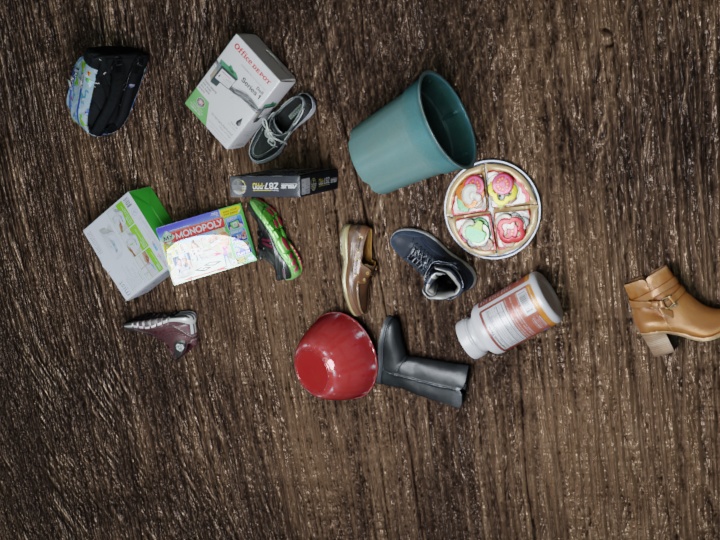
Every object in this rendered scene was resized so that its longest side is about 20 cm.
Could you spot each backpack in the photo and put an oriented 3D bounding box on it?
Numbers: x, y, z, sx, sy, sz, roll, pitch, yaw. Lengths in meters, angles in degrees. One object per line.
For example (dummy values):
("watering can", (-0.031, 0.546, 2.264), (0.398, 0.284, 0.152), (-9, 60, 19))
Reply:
("backpack", (-0.581, -0.405, 1.836), (0.152, 0.163, 0.202), (24, 117, 23))

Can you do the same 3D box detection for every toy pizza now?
("toy pizza", (0.261, -0.120, 1.629), (0.198, 0.032, 0.203), (5, 104, 20))

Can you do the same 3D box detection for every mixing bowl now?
("mixing bowl", (-0.072, 0.203, 1.765), (0.198, 0.108, 0.203), (14, 113, 37))

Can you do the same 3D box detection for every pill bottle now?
("pill bottle", (0.294, 0.096, 1.624), (0.199, 0.112, 0.113), (-32, 90, 25))

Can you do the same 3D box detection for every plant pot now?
("plant pot", (0.093, -0.254, 1.586), (0.195, 0.200, 0.202), (-22, 94, 32))

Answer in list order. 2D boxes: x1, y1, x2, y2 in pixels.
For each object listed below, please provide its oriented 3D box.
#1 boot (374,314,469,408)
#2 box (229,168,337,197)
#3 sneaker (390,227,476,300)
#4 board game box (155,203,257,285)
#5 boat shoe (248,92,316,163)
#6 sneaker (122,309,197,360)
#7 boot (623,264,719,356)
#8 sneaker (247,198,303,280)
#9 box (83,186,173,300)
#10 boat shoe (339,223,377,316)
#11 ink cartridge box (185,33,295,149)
("boot", (0.137, 0.193, 1.732), (0.198, 0.066, 0.167), (15, 116, 21))
("box", (-0.155, -0.184, 1.685), (0.159, 0.200, 0.050), (4, 102, 20))
("sneaker", (0.132, -0.014, 1.644), (0.201, 0.146, 0.078), (31, 113, 13))
("board game box", (-0.346, -0.060, 1.833), (0.198, 0.029, 0.136), (-17, 98, -6))
("boat shoe", (-0.177, -0.302, 1.738), (0.198, 0.068, 0.074), (-35, 88, 25))
("sneaker", (-0.481, 0.165, 1.965), (0.197, 0.076, 0.117), (-5, 103, 22))
("boot", (0.606, 0.060, 1.516), (0.198, 0.074, 0.156), (-24, 89, 22))
("sneaker", (-0.205, -0.066, 1.801), (0.083, 0.077, 0.202), (-26, 91, 20))
("box", (-0.526, -0.062, 1.916), (0.176, 0.097, 0.201), (-34, 89, 25))
("boat shoe", (0.000, 0.000, 1.738), (0.067, 0.072, 0.203), (-1, 100, 23))
("ink cartridge box", (-0.258, -0.385, 1.741), (0.146, 0.084, 0.200), (46, 114, 5))
